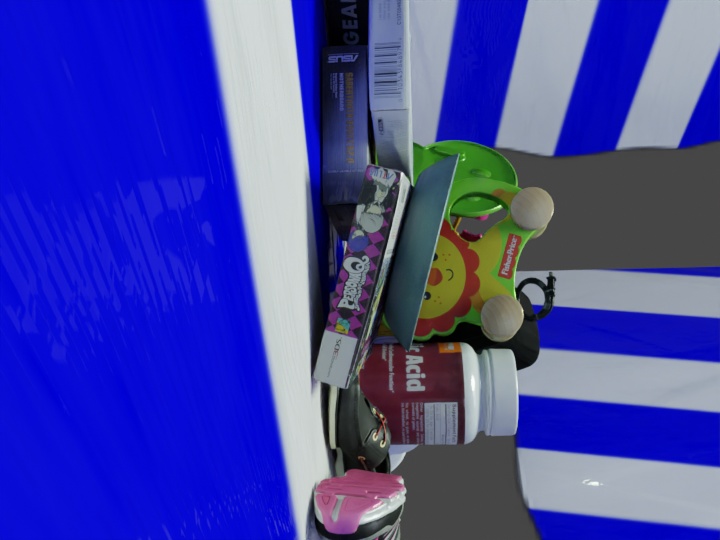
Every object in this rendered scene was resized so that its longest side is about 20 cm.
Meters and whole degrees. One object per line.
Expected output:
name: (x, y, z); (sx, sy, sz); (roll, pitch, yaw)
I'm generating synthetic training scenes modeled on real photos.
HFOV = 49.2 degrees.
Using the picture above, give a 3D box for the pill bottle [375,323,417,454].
pill bottle: (0.040, 0.139, 1.058); (0.202, 0.109, 0.112); (-88, 175, -45)

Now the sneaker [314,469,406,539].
sneaker: (0.002, 0.224, 0.676); (0.200, 0.073, 0.089); (55, 39, -78)

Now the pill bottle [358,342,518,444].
pill bottle: (0.075, 0.140, 0.898); (0.114, 0.197, 0.116); (-1, 90, -87)

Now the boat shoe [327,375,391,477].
boat shoe: (0.000, 0.157, 0.786); (0.203, 0.062, 0.074); (82, 10, -51)

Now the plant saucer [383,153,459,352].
plant saucer: (0.057, -0.021, 0.782); (0.200, 0.035, 0.203); (14, 90, -85)

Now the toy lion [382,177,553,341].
toy lion: (0.105, -0.013, 0.902); (0.069, 0.189, 0.203); (53, 54, -79)

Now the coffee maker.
coffee maker: (0.174, 0.071, 1.030); (0.200, 0.190, 0.137); (27, 75, -61)

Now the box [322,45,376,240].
box: (-0.008, -0.127, 0.847); (0.200, 0.048, 0.161); (67, 22, -81)

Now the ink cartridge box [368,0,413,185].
ink cartridge box: (0.032, -0.207, 0.804); (0.200, 0.040, 0.203); (74, 16, -73)

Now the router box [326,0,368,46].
router box: (-0.008, -0.315, 0.887); (0.201, 0.050, 0.151); (84, 7, -56)

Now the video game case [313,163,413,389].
video game case: (0.009, 0.001, 0.728); (0.200, 0.035, 0.184); (-27, 131, -83)

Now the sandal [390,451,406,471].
sandal: (0.030, 0.202, 1.143); (0.060, 0.078, 0.209); (79, 8, -55)

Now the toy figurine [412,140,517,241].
toy figurine: (0.104, -0.066, 1.084); (0.186, 0.197, 0.151); (92, 20, -46)
